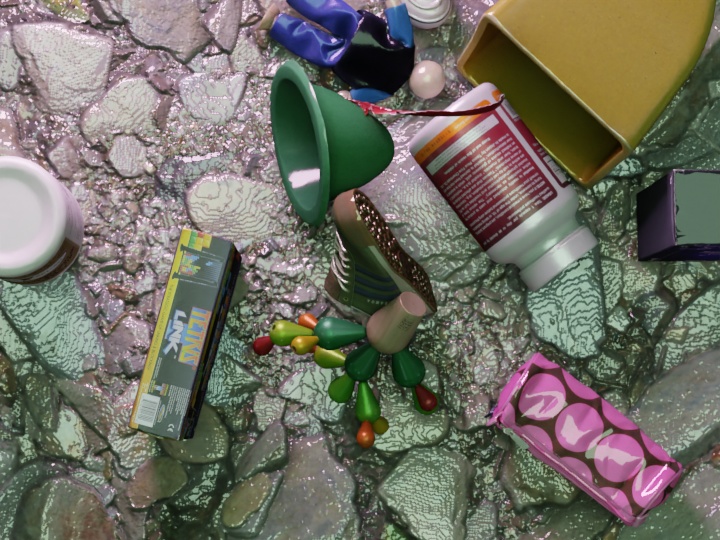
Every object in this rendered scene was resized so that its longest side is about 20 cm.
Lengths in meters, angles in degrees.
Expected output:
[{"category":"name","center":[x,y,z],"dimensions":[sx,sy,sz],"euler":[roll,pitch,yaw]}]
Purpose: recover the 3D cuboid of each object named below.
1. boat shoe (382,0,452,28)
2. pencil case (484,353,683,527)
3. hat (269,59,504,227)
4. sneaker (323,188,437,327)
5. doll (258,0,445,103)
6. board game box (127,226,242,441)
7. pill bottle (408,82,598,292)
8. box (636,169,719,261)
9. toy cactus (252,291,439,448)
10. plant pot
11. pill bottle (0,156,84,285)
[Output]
[{"category":"boat shoe","center":[0.038,-0.350,1.751],"dimensions":[0.074,0.086,0.202],"euler":[-26,85,-10]},{"category":"pencil case","center":[0.228,0.178,1.720],"dimensions":[0.200,0.091,0.094],"euler":[35,51,3]},{"category":"hat","center":[0.020,-0.136,1.710],"dimensions":[0.175,0.200,0.166],"euler":[-11,126,-18]},{"category":"sneaker","center":[0.000,0.000,1.689],"dimensions":[0.090,0.200,0.067],"euler":[-22,51,15]},{"category":"doll","center":[-0.001,-0.239,1.759],"dimensions":[0.200,0.048,0.137],"euler":[29,108,-1]},{"category":"board game box","center":[-0.171,0.067,1.679],"dimensions":[0.057,0.165,0.201],"euler":[15,86,1]},{"category":"pill bottle","center":[0.149,-0.082,1.723],"dimensions":[0.113,0.113,0.200],"euler":[-37,87,-3]},{"category":"box","center":[0.361,-0.053,1.681],"dimensions":[0.141,0.200,0.079],"euler":[2,86,0]},{"category":"toy cactus","center":[0.006,0.086,1.693],"dimensions":[0.200,0.102,0.165],"euler":[32,129,-9]},{"category":"plant pot","center":[0.244,-0.233,1.705],"dimensions":[0.194,0.196,0.200],"euler":[43,79,2]},{"category":"pill bottle","center":[-0.333,-0.044,1.667],"dimensions":[0.114,0.200,0.115],"euler":[0,86,-1]}]
